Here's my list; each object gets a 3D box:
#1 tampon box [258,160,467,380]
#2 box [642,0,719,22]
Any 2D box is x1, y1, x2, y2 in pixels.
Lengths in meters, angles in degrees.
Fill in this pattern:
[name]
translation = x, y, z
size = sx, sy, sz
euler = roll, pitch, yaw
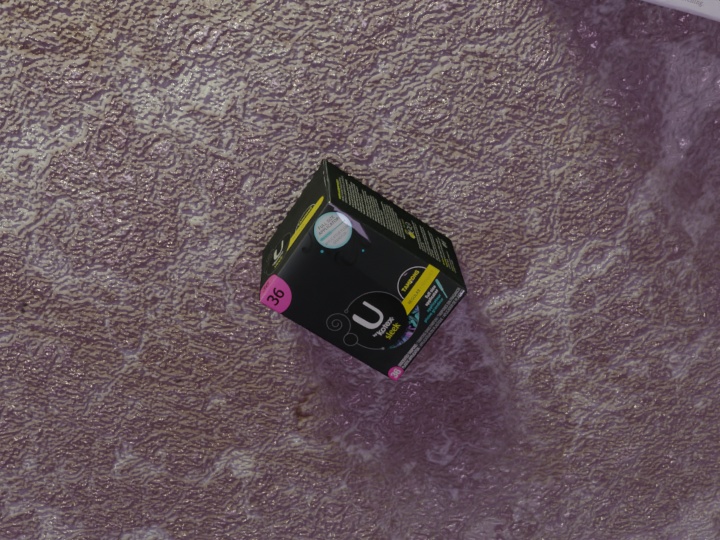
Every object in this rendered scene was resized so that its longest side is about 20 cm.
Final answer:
[tampon box]
translation = 0.000, 0.000, 1.101
size = 0.198, 0.127, 0.151
euler = 30, 112, -18
[box]
translation = 0.261, -0.349, 0.895
size = 0.195, 0.201, 0.133
euler = 12, 119, -10
